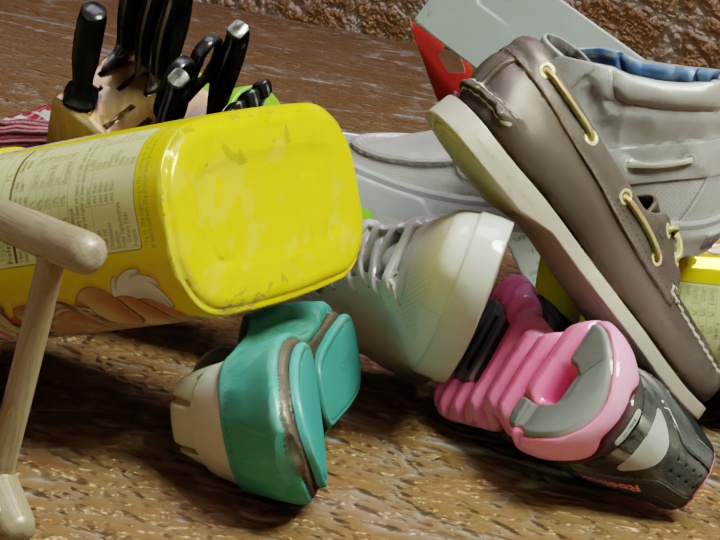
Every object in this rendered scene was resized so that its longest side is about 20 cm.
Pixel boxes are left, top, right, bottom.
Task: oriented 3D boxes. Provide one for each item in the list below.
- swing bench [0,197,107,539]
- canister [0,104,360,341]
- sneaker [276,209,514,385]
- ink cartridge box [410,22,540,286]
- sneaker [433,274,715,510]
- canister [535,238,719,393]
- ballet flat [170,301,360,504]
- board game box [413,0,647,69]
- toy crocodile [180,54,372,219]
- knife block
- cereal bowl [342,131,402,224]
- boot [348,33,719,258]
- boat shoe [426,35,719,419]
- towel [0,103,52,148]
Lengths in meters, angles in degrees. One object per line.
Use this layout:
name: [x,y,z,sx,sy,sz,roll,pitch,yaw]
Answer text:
swing bench: [-0.226,-0.005,0.686,0.198,0.131,0.200,2,28,-36]
canister: [-0.117,-0.016,0.855,0.199,0.087,0.148,-7,5,33]
sneaker: [0.000,0.000,0.931,0.115,0.074,0.200,26,-16,-3]
ink cartridge box: [0.105,-0.066,1.200,0.047,0.201,0.160,-24,-2,16]
sneaker: [0.100,0.062,0.913,0.095,0.079,0.200,32,2,-17]
canister: [0.199,0.024,1.040,0.198,0.087,0.149,6,-7,-4]
ballet flat: [-0.043,0.057,0.827,0.070,0.068,0.200,-9,8,6]
board game box: [0.140,-0.102,1.163,0.147,0.064,0.200,42,8,29]
toy crocodile: [-0.056,-0.045,1.070,0.067,0.062,0.200,2,-36,50]
knife block: [-0.122,-0.071,0.995,0.199,0.177,0.064,1,34,46]
cereal bowl: [-0.014,-0.035,1.231,0.198,0.084,0.200,9,10,-2]
boot: [0.082,-0.070,0.960,0.198,0.096,0.074,8,22,12]
boat shoe: [0.111,-0.016,0.898,0.200,0.059,0.072,49,-6,-19]
towel: [-0.142,-0.094,1.203,0.143,0.023,0.200,-3,8,8]
